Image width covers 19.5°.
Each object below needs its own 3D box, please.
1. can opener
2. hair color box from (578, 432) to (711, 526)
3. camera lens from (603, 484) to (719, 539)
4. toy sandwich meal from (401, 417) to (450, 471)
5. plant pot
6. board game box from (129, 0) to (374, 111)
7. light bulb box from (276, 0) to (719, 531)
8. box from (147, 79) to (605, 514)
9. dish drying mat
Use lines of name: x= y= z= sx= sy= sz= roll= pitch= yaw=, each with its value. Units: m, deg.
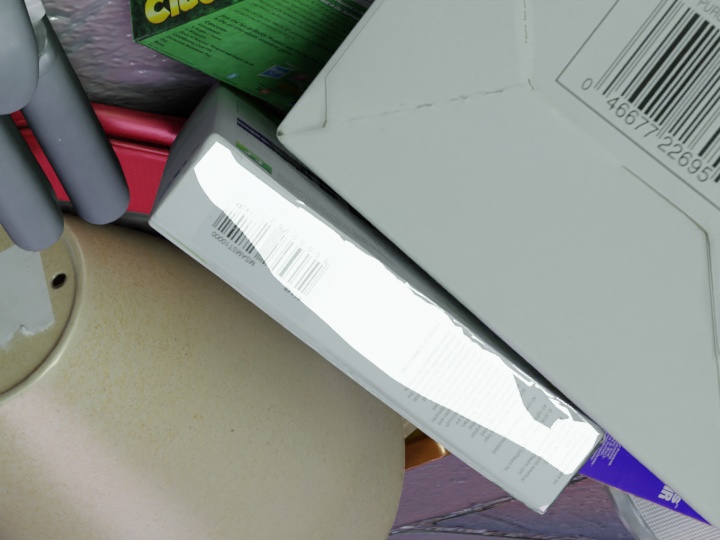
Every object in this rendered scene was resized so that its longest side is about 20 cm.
can opener: x=-0.118 y=-0.056 z=0.671 sx=0.053 sy=0.067 sz=0.200 roll=-20 pitch=157 yaw=-2
hair color box: x=0.088 y=0.051 z=0.950 sx=0.109 sy=0.065 sz=0.200 roll=28 pitch=-177 yaw=41
camera lens: x=0.230 y=0.073 z=1.082 sx=0.160 sy=0.160 sz=0.200 roll=3 pitch=160 yaw=-31
toy sandwich meal: x=-0.008 y=0.090 z=1.069 sx=0.205 sy=0.070 sz=0.205 roll=-27 pitch=-170 yaw=5
plant pot: x=-0.106 y=0.057 z=0.906 sx=0.187 sy=0.188 sz=0.200 roll=-15 pitch=147 yaw=21
board game box: x=0.019 y=-0.078 z=0.745 sx=0.105 sy=0.023 sz=0.200 roll=-15 pitch=162 yaw=28
light bulb box: x=0.114 y=-0.010 z=0.667 sx=0.125 sy=0.198 sz=0.200 roll=-51 pitch=152 yaw=7
box: x=0.000 y=0.000 z=0.683 sx=0.036 sy=0.144 sz=0.200 roll=-51 pitch=-172 yaw=7
dish drying mat: x=-0.054 y=-0.034 z=0.815 sx=0.200 sy=0.018 sz=0.077 roll=9 pitch=158 yaw=-23
